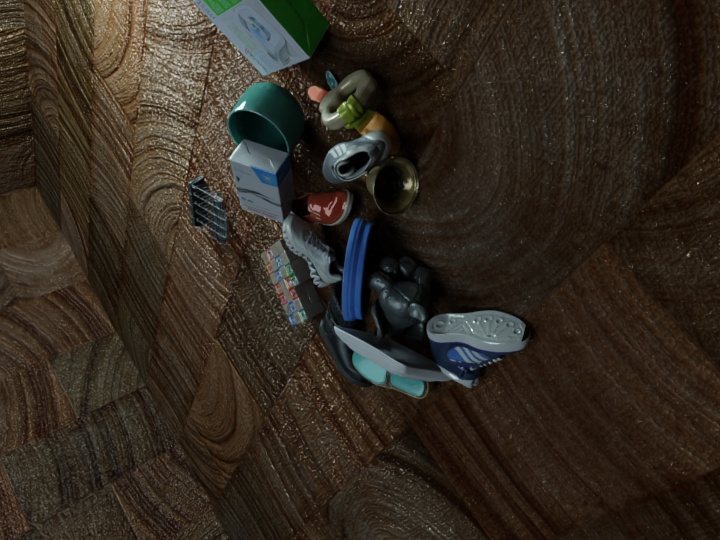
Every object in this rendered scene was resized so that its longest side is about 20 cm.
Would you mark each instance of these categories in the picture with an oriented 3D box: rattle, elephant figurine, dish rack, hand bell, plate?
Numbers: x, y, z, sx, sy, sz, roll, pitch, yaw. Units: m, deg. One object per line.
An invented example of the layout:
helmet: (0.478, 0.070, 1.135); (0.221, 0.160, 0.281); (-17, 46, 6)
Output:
rattle: (-0.011, -0.309, 1.123); (0.199, 0.140, 0.133); (22, 93, 60)
elephant figurine: (0.073, 0.084, 1.149); (0.139, 0.156, 0.203); (23, 133, 13)
dish rack: (-0.434, -0.171, 1.684); (0.198, 0.054, 0.157); (29, 130, 36)
hand bell: (0.015, -0.180, 1.128); (0.199, 0.102, 0.107); (28, 129, 54)
plate: (0.066, 0.171, 1.147); (0.198, 0.198, 0.033); (24, 94, 41)

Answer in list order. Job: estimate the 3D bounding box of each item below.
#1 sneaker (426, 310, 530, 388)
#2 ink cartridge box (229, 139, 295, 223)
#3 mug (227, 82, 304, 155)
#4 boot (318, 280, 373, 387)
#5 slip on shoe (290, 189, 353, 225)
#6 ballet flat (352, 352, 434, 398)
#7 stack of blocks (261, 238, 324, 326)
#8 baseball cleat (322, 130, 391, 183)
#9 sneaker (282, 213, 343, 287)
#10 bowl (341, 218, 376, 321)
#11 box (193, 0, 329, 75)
sneaker: (0.222, 0.152, 1.054); (0.196, 0.081, 0.148); (1, 131, 33)
ink cartridge box: (-0.211, -0.182, 1.289); (0.113, 0.068, 0.202); (18, 147, 12)
mug: (-0.201, -0.319, 1.259); (0.150, 0.116, 0.185); (31, 152, -10)
boot: (-0.017, 0.146, 1.317); (0.212, 0.078, 0.159); (50, 139, 22)
slip on shoe: (-0.085, -0.139, 1.257); (0.198, 0.060, 0.076); (2, 79, 51)
ballet flat: (0.071, 0.222, 1.246); (0.197, 0.062, 0.070); (22, 101, 31)
stack of blocks: (-0.165, 0.025, 1.451); (0.114, 0.058, 0.204); (-26, 88, 52)
baseball cleat: (-0.030, -0.194, 1.047); (0.070, 0.106, 0.198); (54, 145, -10)
sneaker: (-0.101, -0.048, 1.299); (0.080, 0.076, 0.201); (-3, 134, 41)
bowl: (0.000, 0.000, 1.150); (0.038, 0.202, 0.205); (6, 120, 7)
box: (-0.190, -0.498, 1.113); (0.174, 0.098, 0.199); (5, 151, 48)
